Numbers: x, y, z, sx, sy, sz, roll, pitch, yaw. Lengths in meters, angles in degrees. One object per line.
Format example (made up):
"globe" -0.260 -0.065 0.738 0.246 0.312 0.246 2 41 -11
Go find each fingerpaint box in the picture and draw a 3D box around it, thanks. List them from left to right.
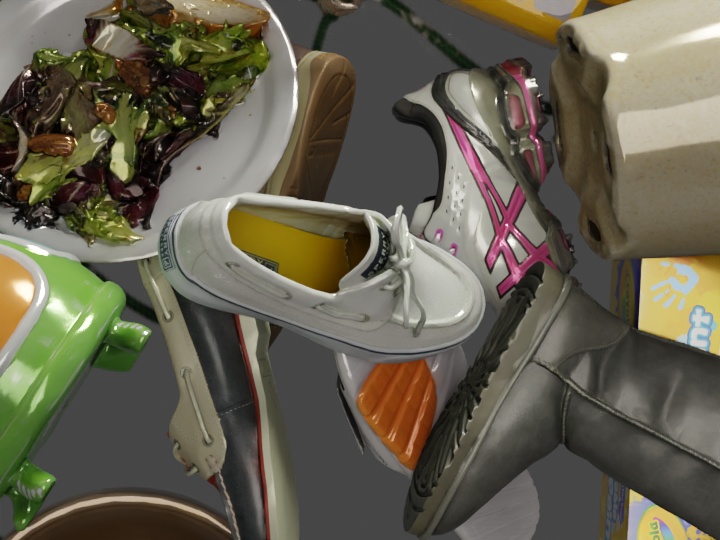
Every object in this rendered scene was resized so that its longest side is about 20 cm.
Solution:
"fingerpaint box" 0.228 0.088 1.315 0.166 0.073 0.201 2 92 -7

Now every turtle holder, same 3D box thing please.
"turtle holder" -0.194 0.044 1.199 0.131 0.186 0.141 33 98 -3

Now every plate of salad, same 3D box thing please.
"plate of salad" -0.133 -0.098 1.238 0.199 0.048 0.201 -2 64 4

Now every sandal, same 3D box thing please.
"sandal" 0.030 0.087 1.299 0.079 0.059 0.207 -44 118 -27

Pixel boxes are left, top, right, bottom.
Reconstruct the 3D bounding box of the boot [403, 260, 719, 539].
"boot" 0.145 0.109 1.243 0.199 0.073 0.182 30 98 -12

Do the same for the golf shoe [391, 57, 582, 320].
"golf shoe" 0.076 -0.016 1.296 0.092 0.073 0.201 -13 85 -2

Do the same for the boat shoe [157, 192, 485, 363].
"boat shoe" 0.000 -0.005 1.188 0.201 0.086 0.075 17 66 -32

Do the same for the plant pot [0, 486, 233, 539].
"plant pot" -0.130 0.218 1.270 0.200 0.093 0.202 0 92 -6

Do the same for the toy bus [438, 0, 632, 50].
"toy bus" 0.076 -0.185 1.287 0.199 0.065 0.079 23 90 -7

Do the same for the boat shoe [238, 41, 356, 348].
"boat shoe" -0.066 -0.035 1.286 0.072 0.072 0.201 21 102 22

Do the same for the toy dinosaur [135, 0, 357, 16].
"toy dinosaur" -0.065 -0.210 1.199 0.199 0.086 0.136 -2 83 -5

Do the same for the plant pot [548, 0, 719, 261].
"plant pot" 0.207 -0.085 1.237 0.182 0.200 0.202 -11 94 -8

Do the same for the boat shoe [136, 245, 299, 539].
"boat shoe" -0.075 0.076 1.216 0.062 0.071 0.201 -11 85 4
